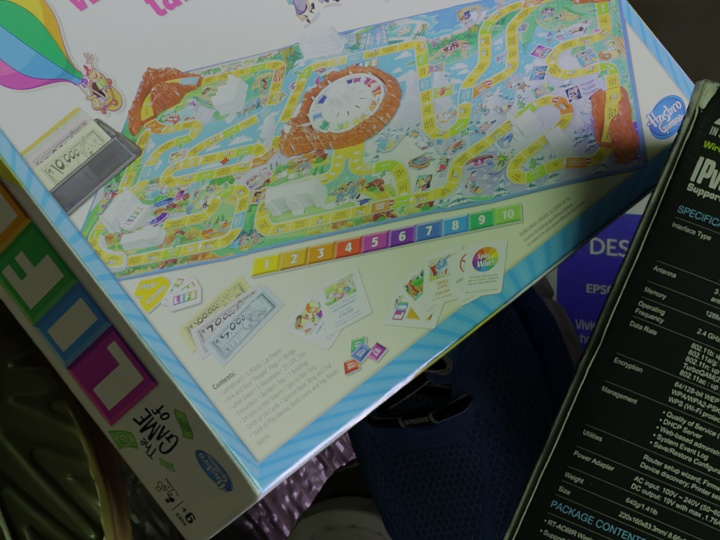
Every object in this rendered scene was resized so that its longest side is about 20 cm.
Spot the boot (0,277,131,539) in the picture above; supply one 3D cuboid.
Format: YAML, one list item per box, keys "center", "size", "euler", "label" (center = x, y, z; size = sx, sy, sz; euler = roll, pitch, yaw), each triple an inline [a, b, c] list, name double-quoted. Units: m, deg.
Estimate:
- center: [-0.062, 0.022, 0.796]
  size: [0.200, 0.066, 0.176]
  euler: [-1, 77, -67]
  label: "boot"

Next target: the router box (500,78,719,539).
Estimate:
- center: [0.099, 0.050, 0.807]
  size: [0.150, 0.062, 0.200]
  euler: [-67, 164, -6]
  label: "router box"

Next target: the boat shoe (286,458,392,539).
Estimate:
- center: [0.044, 0.116, 0.937]
  size: [0.202, 0.072, 0.060]
  euler: [51, 45, -37]
  label: "boat shoe"

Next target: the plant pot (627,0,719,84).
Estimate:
- center: [0.163, -0.026, 1.036]
  size: [0.200, 0.173, 0.201]
  euler: [18, 65, -46]
  label: "plant pot"

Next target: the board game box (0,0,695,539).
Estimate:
- center: [-0.011, -0.039, 0.744]
  size: [0.200, 0.034, 0.135]
  euler: [-35, 87, -41]
  label: "board game box"

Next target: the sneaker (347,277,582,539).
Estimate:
- center: [0.000, 0.000, 0.818]
  size: [0.089, 0.078, 0.201]
  euler: [-19, 90, -57]
  label: "sneaker"

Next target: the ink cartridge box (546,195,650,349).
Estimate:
- center: [0.156, 0.035, 0.948]
  size: [0.043, 0.197, 0.201]
  euler: [-59, 151, -63]
  label: "ink cartridge box"
